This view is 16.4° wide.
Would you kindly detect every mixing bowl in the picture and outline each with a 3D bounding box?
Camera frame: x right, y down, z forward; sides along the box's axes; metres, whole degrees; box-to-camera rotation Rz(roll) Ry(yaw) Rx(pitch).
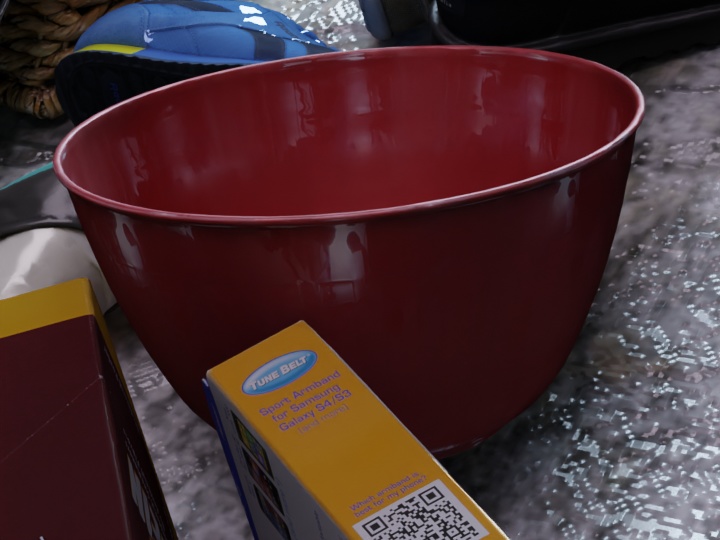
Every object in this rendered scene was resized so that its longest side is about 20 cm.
[{"bbox_3d":[0.000,0.000,0.849,0.199,0.109,0.200,-5,19,2],"label":"mixing bowl"}]

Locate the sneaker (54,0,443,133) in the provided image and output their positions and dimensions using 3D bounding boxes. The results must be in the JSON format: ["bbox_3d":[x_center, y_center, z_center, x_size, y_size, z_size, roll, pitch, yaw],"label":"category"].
[{"bbox_3d":[-0.027,-0.077,1.006,0.199,0.066,0.078,14,43,31],"label":"sneaker"}]

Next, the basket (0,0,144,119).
[{"bbox_3d":[-0.142,-0.166,1.151,0.200,0.150,0.142,25,20,38],"label":"basket"}]

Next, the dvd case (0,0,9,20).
[{"bbox_3d":[-0.202,-0.131,1.063,0.148,0.016,0.201,29,94,39],"label":"dvd case"}]

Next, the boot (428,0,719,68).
[{"bbox_3d":[0.114,-0.168,0.993,0.210,0.158,0.079,-21,41,-16],"label":"boot"}]

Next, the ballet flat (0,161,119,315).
[{"bbox_3d":[-0.146,0.012,0.942,0.199,0.068,0.069,-18,48,12],"label":"ballet flat"}]

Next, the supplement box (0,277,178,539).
[{"bbox_3d":[-0.145,0.136,0.731,0.196,0.133,0.200,-15,39,-2],"label":"supplement box"}]

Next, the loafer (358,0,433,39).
[{"bbox_3d":[0.042,-0.174,1.092,0.069,0.075,0.200,-2,40,21],"label":"loafer"}]

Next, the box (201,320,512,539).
[{"bbox_3d":[0.016,0.102,0.733,0.041,0.119,0.200,-26,41,-14],"label":"box"}]
